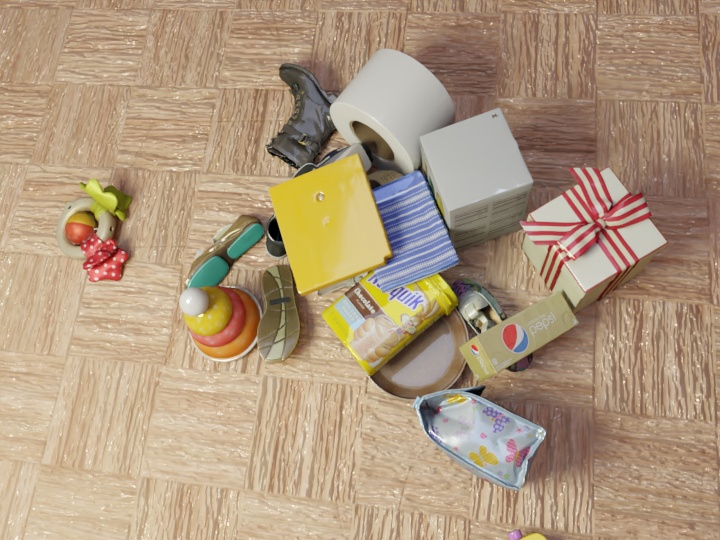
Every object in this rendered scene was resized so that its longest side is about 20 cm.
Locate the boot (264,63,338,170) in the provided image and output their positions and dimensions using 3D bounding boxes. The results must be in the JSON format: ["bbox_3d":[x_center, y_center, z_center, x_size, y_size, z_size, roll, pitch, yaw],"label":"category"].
[{"bbox_3d":[-0.133,-0.307,1.364,0.199,0.069,0.175,39,80,11],"label":"boot"}]

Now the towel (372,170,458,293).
[{"bbox_3d":[0.073,-0.072,1.165,0.143,0.024,0.202,-21,60,4],"label":"towel"}]

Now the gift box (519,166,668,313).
[{"bbox_3d":[0.378,-0.055,1.152,0.184,0.187,0.201,-34,72,-5],"label":"gift box"}]

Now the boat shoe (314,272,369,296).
[{"bbox_3d":[0.000,0.000,1.247,0.198,0.071,0.070,-30,69,-4],"label":"boat shoe"}]

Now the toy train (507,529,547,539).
[{"bbox_3d":[0.286,0.491,1.058,0.197,0.056,0.152,3,73,12],"label":"toy train"}]

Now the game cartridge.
[{"bbox_3d":[-0.052,-0.079,1.160,0.174,0.032,0.202,-20,77,7],"label":"game cartridge"}]

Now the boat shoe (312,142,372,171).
[{"bbox_3d":[-0.068,-0.166,1.276,0.200,0.092,0.075,-41,114,-23],"label":"boat shoe"}]

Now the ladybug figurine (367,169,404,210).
[{"bbox_3d":[0.009,-0.110,1.270,0.199,0.072,0.136,-35,44,-1],"label":"ladybug figurine"}]

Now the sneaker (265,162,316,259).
[{"bbox_3d":[-0.122,-0.121,1.280,0.070,0.099,0.202,25,80,-4],"label":"sneaker"}]

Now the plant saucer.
[{"bbox_3d":[0.095,0.134,1.209,0.197,0.037,0.203,-2,71,7],"label":"plant saucer"}]

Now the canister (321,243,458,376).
[{"bbox_3d":[0.049,0.066,1.173,0.199,0.087,0.149,-39,69,-5],"label":"canister"}]

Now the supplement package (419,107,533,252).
[{"bbox_3d":[0.201,-0.153,1.201,0.149,0.200,0.153,-19,70,1],"label":"supplement package"}]

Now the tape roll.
[{"bbox_3d":[0.061,-0.292,1.265,0.202,0.203,0.140,35,79,17],"label":"tape roll"}]

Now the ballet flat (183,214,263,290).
[{"bbox_3d":[-0.275,-0.036,1.306,0.200,0.068,0.072,-47,52,-9],"label":"ballet flat"}]

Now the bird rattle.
[{"bbox_3d":[-0.537,-0.077,1.354,0.161,0.112,0.203,1,85,20],"label":"bird rattle"}]

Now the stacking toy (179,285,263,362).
[{"bbox_3d":[-0.262,0.073,1.191,0.144,0.200,0.148,-2,71,6],"label":"stacking toy"}]

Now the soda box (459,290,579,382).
[{"bbox_3d":[0.266,0.108,1.120,0.198,0.064,0.068,-24,76,-27],"label":"soda box"}]

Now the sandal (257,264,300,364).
[{"bbox_3d":[-0.150,0.083,1.255,0.079,0.054,0.202,-6,57,0],"label":"sandal"}]

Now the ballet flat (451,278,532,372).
[{"bbox_3d":[0.223,0.094,1.181,0.069,0.071,0.201,-46,70,26],"label":"ballet flat"}]

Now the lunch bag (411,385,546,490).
[{"bbox_3d":[0.183,0.256,1.085,0.198,0.170,0.128,25,78,15],"label":"lunch bag"}]
